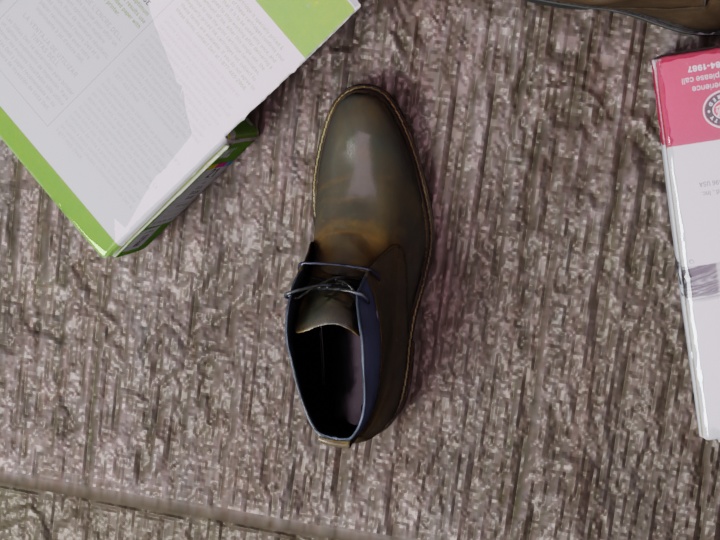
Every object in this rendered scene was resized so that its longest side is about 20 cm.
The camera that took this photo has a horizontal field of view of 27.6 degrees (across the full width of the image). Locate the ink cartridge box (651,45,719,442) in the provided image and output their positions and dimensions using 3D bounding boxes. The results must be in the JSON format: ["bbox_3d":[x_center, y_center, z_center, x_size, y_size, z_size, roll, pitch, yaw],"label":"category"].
[{"bbox_3d":[0.236,-0.023,0.769,0.143,0.083,0.203,-8,96,11],"label":"ink cartridge box"}]

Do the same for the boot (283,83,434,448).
[{"bbox_3d":[0.000,0.000,0.808,0.074,0.097,0.203,0,98,10],"label":"boot"}]

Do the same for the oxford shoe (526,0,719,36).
[{"bbox_3d":[0.165,-0.161,0.765,0.197,0.084,0.074,1,96,8],"label":"oxford shoe"}]

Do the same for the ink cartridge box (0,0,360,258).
[{"bbox_3d":[-0.110,-0.129,0.823,0.200,0.076,0.148,-42,88,11],"label":"ink cartridge box"}]
